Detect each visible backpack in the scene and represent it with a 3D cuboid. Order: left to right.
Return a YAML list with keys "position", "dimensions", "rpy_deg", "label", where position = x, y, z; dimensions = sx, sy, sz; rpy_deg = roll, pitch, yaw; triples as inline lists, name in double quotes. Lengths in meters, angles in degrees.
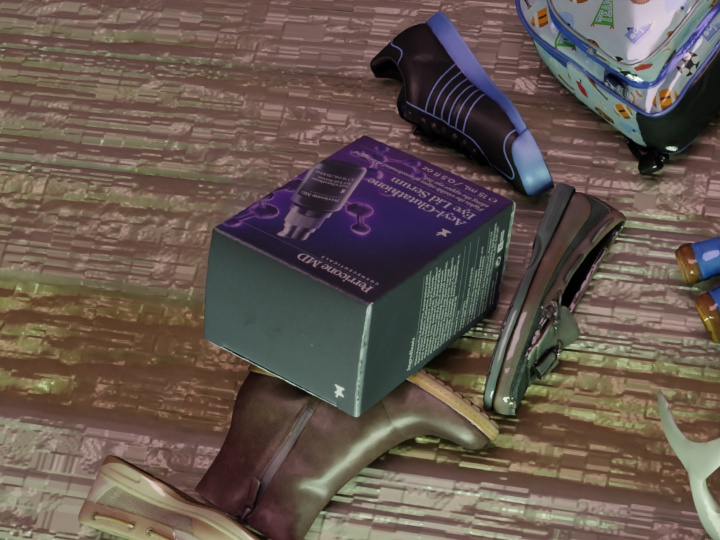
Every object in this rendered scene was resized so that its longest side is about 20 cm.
- position: [0.220, -0.212, 1.636]
  dimensions: [0.200, 0.154, 0.190]
  rpy_deg: [-48, 54, -9]
  label: "backpack"

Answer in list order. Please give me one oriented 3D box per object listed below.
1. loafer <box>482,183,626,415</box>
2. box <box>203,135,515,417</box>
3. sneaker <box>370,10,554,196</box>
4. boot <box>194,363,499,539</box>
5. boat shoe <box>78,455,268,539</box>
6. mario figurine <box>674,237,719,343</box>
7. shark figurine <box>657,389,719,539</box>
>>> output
- position: [0.150, 0.024, 1.576]
  dimensions: [0.063, 0.072, 0.200]
  rpy_deg: [17, 66, 9]
  label: "loafer"
- position: [0.000, 0.000, 1.543]
  dimensions: [0.148, 0.104, 0.200]
  rpy_deg: [25, 37, 25]
  label: "box"
- position: [0.082, -0.123, 1.664]
  dimensions: [0.078, 0.070, 0.200]
  rpy_deg: [-33, 56, -1]
  label: "sneaker"
- position: [-0.011, 0.141, 1.566]
  dimensions: [0.200, 0.072, 0.167]
  rpy_deg: [24, 85, 17]
  label: "boot"
- position: [-0.126, 0.209, 1.544]
  dimensions: [0.200, 0.072, 0.065]
  rpy_deg: [25, 81, 24]
  label: "boat shoe"
- position: [0.348, -0.013, 1.562]
  dimensions: [0.200, 0.124, 0.106]
  rpy_deg: [-22, 19, 9]
  label: "mario figurine"
- position: [0.281, 0.174, 1.458]
  dimensions: [0.128, 0.214, 0.090]
  rpy_deg: [-62, 24, 11]
  label: "shark figurine"
